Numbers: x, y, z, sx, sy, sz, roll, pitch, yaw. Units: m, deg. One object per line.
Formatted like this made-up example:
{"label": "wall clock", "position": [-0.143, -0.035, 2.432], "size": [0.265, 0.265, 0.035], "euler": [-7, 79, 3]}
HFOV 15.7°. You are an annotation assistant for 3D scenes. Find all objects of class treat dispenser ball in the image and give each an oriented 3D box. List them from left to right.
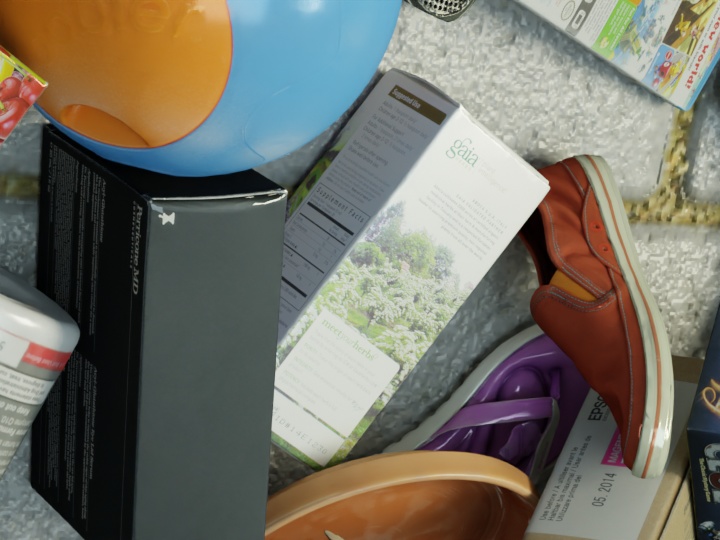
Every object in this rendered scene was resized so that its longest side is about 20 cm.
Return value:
{"label": "treat dispenser ball", "position": [-0.079, -0.144, 1.220], "size": [0.201, 0.201, 0.201], "euler": [-9, 111, -24]}

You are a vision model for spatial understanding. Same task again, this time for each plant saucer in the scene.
{"label": "plant saucer", "position": [0.003, 0.155, 1.415], "size": [0.200, 0.032, 0.200], "euler": [-13, 147, -9]}

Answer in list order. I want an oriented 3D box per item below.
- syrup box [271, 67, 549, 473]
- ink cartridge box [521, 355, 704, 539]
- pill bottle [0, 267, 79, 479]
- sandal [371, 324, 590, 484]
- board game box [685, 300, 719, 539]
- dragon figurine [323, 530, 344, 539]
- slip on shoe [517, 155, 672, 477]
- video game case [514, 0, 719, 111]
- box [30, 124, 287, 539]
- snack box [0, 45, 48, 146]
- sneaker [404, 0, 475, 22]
{"label": "syrup box", "position": [0.000, 0.000, 1.380], "size": [0.079, 0.081, 0.200], "euler": [38, 88, -34]}
{"label": "ink cartridge box", "position": [0.147, 0.166, 1.439], "size": [0.200, 0.075, 0.165], "euler": [-57, 148, -51]}
{"label": "pill bottle", "position": [-0.232, 0.087, 1.275], "size": [0.114, 0.114, 0.200], "euler": [28, 93, -31]}
{"label": "sandal", "position": [0.071, 0.106, 1.471], "size": [0.203, 0.050, 0.082], "euler": [-38, 120, -9]}
{"label": "board game box", "position": [0.217, 0.098, 1.449], "size": [0.200, 0.035, 0.136], "euler": [76, 26, -48]}
{"label": "dragon figurine", "position": [-0.022, 0.179, 1.348], "size": [0.200, 0.059, 0.099], "euler": [-17, 158, 3]}
{"label": "slip on shoe", "position": [0.123, 0.026, 1.394], "size": [0.061, 0.200, 0.074], "euler": [-10, 146, -8]}
{"label": "video game case", "position": [0.156, -0.181, 1.398], "size": [0.200, 0.018, 0.143], "euler": [26, 94, -50]}
{"label": "box", "position": [-0.104, 0.038, 1.307], "size": [0.079, 0.141, 0.200], "euler": [-4, 110, -25]}
{"label": "snack box", "position": [-0.256, -0.131, 1.154], "size": [0.200, 0.169, 0.068], "euler": [39, 86, -30]}
{"label": "sneaker", "position": [0.057, -0.223, 1.328], "size": [0.080, 0.086, 0.200], "euler": [2, 107, -26]}
